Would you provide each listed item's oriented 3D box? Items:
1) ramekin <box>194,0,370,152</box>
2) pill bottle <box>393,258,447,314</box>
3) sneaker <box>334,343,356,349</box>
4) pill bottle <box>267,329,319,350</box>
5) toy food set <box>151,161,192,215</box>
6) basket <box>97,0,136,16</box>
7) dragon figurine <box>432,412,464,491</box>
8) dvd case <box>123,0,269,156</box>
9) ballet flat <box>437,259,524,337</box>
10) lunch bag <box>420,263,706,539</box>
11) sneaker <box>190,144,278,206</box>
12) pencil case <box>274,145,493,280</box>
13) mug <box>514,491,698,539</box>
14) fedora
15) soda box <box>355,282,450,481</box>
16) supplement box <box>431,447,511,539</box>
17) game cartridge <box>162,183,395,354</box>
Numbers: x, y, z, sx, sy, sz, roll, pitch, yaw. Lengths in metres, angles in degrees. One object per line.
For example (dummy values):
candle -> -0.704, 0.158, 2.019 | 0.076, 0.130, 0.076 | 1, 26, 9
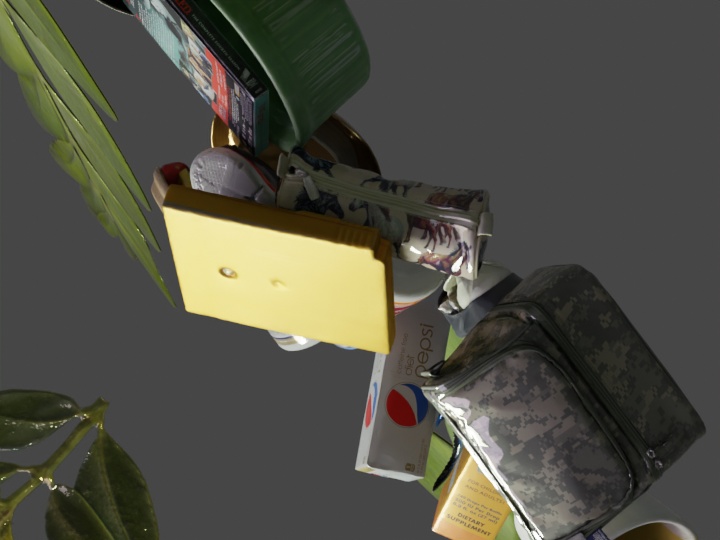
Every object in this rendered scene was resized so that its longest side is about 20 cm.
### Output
ramekin -> -0.080, -0.213, 1.624 | 0.200, 0.098, 0.200 | 49, 167, 15
pill bottle -> 0.000, 0.000, 1.790 | 0.113, 0.113, 0.200 | 52, 151, -2
sneaker -> 0.003, 0.030, 1.969 | 0.082, 0.074, 0.200 | 55, -163, -26
pill bottle -> -0.101, -0.012, 2.215 | 0.200, 0.116, 0.116 | 57, 166, -22
toy food set -> -0.133, -0.024, 1.784 | 0.200, 0.049, 0.198 | 53, -179, -29
basket -> -0.236, -0.325, 1.802 | 0.180, 0.136, 0.200 | 30, 180, -17
dragon figurine -> 0.110, 0.133, 1.832 | 0.099, 0.200, 0.059 | 33, -146, -19
dvd case -> -0.150, -0.202, 1.626 | 0.200, 0.022, 0.146 | 48, 167, 11
ballet flat -> 0.110, 0.026, 1.686 | 0.073, 0.073, 0.200 | 52, 170, -2
lunch bag -> 0.163, 0.119, 1.521 | 0.200, 0.168, 0.139 | 53, 168, -9
sneaker -> -0.067, -0.047, 1.692 | 0.200, 0.077, 0.082 | 48, -157, -6
pencil case -> 0.021, -0.050, 1.581 | 0.199, 0.078, 0.089 | 14, 172, 10
mug -> 0.229, 0.268, 1.779 | 0.153, 0.149, 0.187 | 49, 163, 49
fedora -> -0.076, -0.091, 1.818 | 0.200, 0.082, 0.201 | 19, 144, 14
soda box -> 0.046, 0.110, 1.861 | 0.063, 0.201, 0.068 | 11, 169, -8
supplement box -> 0.135, 0.182, 1.783 | 0.066, 0.069, 0.201 | 23, 126, 1
game cartridge -> -0.068, 0.000, 1.610 | 0.199, 0.033, 0.177 | 11, 149, 9
